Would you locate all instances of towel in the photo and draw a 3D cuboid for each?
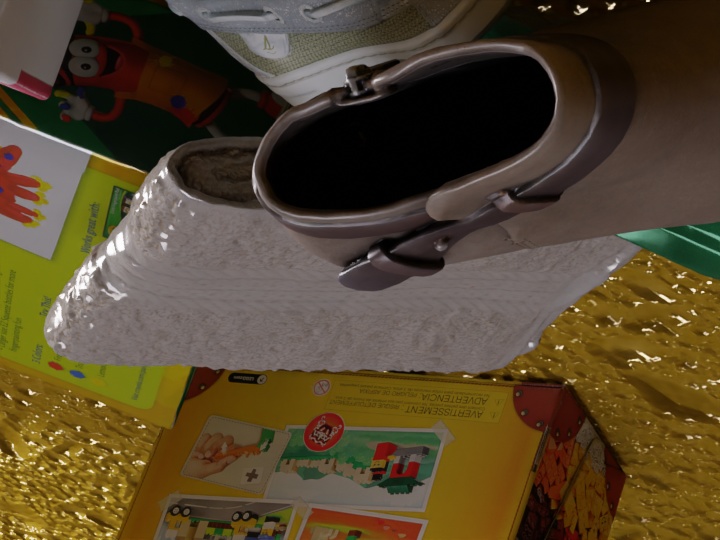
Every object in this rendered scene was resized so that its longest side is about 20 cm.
[{"bbox_3d":[0.000,0.000,0.853,0.200,0.035,0.133,1,152,-28],"label":"towel"}]

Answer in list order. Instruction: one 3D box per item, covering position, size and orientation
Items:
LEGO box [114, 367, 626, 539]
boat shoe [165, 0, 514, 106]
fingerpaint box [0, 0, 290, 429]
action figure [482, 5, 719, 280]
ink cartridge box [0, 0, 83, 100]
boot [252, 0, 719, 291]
[{"bbox_3d":[-0.004,0.125,1.059,0.200,0.149,0.077,3,148,31],"label":"LEGO box"},{"bbox_3d":[0.004,-0.104,0.725,0.065,0.075,0.202,26,159,-20],"label":"boat shoe"},{"bbox_3d":[-0.124,-0.035,0.933,0.166,0.073,0.200,21,151,-1],"label":"fingerpaint box"},{"bbox_3d":[0.098,-0.042,0.790,0.200,0.055,0.118,28,154,2],"label":"action figure"},{"bbox_3d":[-0.184,-0.127,0.743,0.200,0.083,0.147,20,-179,1],"label":"ink cartridge box"},{"bbox_3d":[0.071,-0.045,0.674,0.200,0.070,0.146,-23,170,20],"label":"boot"}]
